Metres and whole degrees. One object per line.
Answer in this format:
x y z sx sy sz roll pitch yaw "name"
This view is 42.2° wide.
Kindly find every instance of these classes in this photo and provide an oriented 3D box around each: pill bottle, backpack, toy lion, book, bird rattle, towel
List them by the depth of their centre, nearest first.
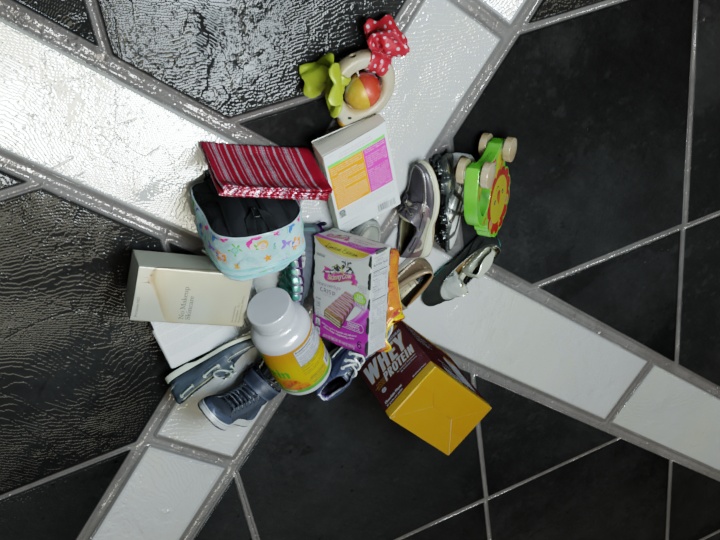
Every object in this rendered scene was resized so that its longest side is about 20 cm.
-0.156 -0.168 1.546 0.198 0.145 0.023 0 130 -27 "towel"
-0.182 -0.073 1.553 0.176 0.200 0.152 -16 124 -18 "backpack"
-0.001 -0.331 1.581 0.199 0.113 0.164 -37 142 -15 "bird rattle"
-0.001 -0.168 1.661 0.132 0.048 0.201 -26 139 -12 "book"
-0.131 0.125 1.671 0.110 0.111 0.201 -31 137 -7 "pill bottle"
0.239 -0.145 1.749 0.200 0.068 0.194 -47 142 -51 "toy lion"

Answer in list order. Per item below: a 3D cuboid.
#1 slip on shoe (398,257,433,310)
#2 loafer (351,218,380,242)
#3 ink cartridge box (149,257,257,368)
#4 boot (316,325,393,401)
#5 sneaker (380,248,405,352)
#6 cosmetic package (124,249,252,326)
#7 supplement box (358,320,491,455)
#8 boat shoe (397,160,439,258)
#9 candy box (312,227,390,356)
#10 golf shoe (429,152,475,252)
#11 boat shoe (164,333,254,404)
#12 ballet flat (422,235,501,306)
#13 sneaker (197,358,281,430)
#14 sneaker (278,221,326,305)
0.067 0.057 1.837 0.200 0.061 0.076 -43 127 2 "slip on shoe"
0.000 0.000 1.765 0.069 0.070 0.202 4 115 -24 "loafer"
-0.286 0.060 1.678 0.198 0.044 0.175 -25 121 -10 "ink cartridge box"
-0.010 0.172 1.818 0.073 0.091 0.200 38 111 -22 "boot"
0.053 0.058 1.780 0.076 0.073 0.203 10 83 5 "sneaker"
-0.294 0.031 1.593 0.198 0.073 0.105 4 113 -26 "cosmetic package"
0.119 0.226 1.872 0.133 0.200 0.197 -48 127 7 "supplement box"
0.103 -0.108 1.754 0.064 0.072 0.202 -16 130 -25 "boat shoe"
-0.019 0.039 1.687 0.061 0.135 0.202 -23 123 -47 "candy box"
0.183 -0.129 1.778 0.093 0.078 0.202 -14 124 -19 "golf shoe"
-0.265 0.178 1.716 0.198 0.075 0.062 -29 82 1 "boat shoe"
0.205 0.005 1.870 0.200 0.068 0.068 -47 127 6 "ballet flat"
-0.215 0.224 1.746 0.146 0.077 0.202 -46 166 6 "sneaker"
-0.100 0.007 1.722 0.087 0.074 0.202 -9 121 -27 "sneaker"
